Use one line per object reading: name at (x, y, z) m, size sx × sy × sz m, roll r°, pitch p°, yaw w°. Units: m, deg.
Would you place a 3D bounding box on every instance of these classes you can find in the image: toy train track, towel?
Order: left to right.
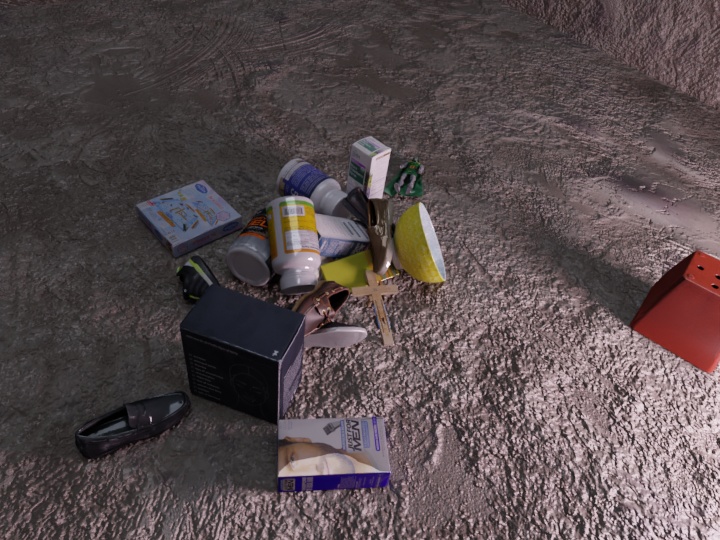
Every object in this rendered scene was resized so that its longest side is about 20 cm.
towel at (0.000, 0.000, 1.298) m, size 0.198 × 0.018 × 0.087 m, roll -19°, pitch 82°, yaw -29°
toy train track at (0.040, 0.089, 1.238) m, size 0.113 × 0.033 × 0.202 m, roll -3°, pitch 53°, yaw -16°

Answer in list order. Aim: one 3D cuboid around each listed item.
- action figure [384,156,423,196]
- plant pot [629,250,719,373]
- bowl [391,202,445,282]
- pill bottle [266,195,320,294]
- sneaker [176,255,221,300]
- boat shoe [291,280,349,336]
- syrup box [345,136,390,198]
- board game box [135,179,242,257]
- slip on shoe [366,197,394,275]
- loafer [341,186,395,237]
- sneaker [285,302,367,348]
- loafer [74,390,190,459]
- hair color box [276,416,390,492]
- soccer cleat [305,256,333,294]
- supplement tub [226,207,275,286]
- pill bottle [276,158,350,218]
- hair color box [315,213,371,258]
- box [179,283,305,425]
action figure at (0.151, -0.294, 1.631) m, size 0.116 × 0.055 × 0.201 m, roll 14°, pitch 40°, yaw 9°
plant pot at (0.803, 0.078, 1.265) m, size 0.199 × 0.178 × 0.199 m, roll 33°, pitch 50°, yaw 24°
bowl at (0.130, -0.056, 1.313) m, size 0.106 × 0.201 × 0.202 m, roll -17°, pitch 42°, yaw 16°
pill bottle at (-0.148, -0.054, 1.192) m, size 0.109 × 0.111 × 0.203 m, roll -5°, pitch 75°, yaw -14°
sneaker at (-0.356, 0.052, 1.205) m, size 0.082 × 0.072 × 0.200 m, roll -37°, pitch 56°, yaw -8°
boat shoe at (-0.084, 0.078, 1.099) m, size 0.069 × 0.071 × 0.200 m, roll 14°, pitch 32°, yaw 17°
syrup box at (0.017, -0.254, 1.460) m, size 0.078 × 0.202 × 0.081 m, roll 37°, pitch 50°, yaw 26°
board game box at (-0.445, -0.141, 1.387) m, size 0.198 × 0.042 × 0.200 m, roll -29°, pitch 55°, yaw -32°
slip on shoe at (0.041, -0.086, 1.290) m, size 0.060 × 0.076 × 0.203 m, roll 16°, pitch 67°, yaw -23°
loafer at (0.044, -0.135, 1.380) m, size 0.199 × 0.063 × 0.072 m, roll 38°, pitch 14°, yaw -13°
sneaker at (-0.087, 0.113, 1.163) m, size 0.197 × 0.071 × 0.100 m, roll -3°, pitch 50°, yaw -6°
loafer at (-0.405, 0.269, 0.958) m, size 0.199 × 0.071 × 0.068 m, roll -21°, pitch 52°, yaw -27°
hair color box at (-0.051, 0.329, 0.959) m, size 0.197 × 0.065 × 0.110 m, roll -1°, pitch 45°, yaw -7°
soccer cleat at (-0.104, -0.013, 1.295) m, size 0.076 × 0.070 × 0.202 m, roll 7°, pitch 42°, yaw -7°
supplement tub at (-0.229, -0.070, 1.291) m, size 0.121 × 0.124 × 0.201 m, roll 17°, pitch 44°, yaw 9°
pill bottle at (-0.122, -0.209, 1.450) m, size 0.199 × 0.121 × 0.119 m, roll 35°, pitch 50°, yaw 25°
hair color box at (-0.053, -0.082, 1.321) m, size 0.198 × 0.061 × 0.100 m, roll 4°, pitch 38°, yaw -42°
box at (-0.217, 0.160, 1.007) m, size 0.197 × 0.198 × 0.125 m, roll 18°, pitch 45°, yaw 9°
